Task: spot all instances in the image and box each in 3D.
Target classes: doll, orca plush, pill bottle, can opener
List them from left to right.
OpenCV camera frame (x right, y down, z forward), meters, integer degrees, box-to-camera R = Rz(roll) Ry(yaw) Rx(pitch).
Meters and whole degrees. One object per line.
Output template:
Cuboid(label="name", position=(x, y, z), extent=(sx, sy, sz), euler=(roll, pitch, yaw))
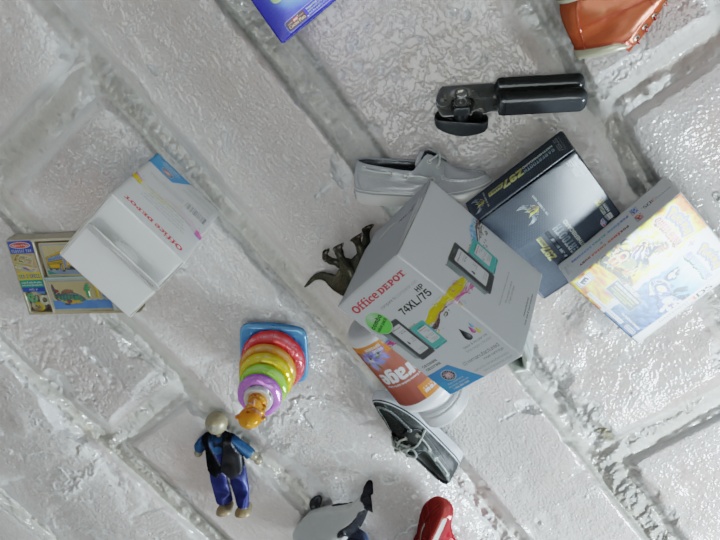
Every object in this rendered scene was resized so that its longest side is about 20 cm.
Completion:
Cuboid(label="doll", position=(-0.235, 0.339, 1.199), extent=(0.133, 0.049, 0.205), euler=(-3, 109, 18))
Cuboid(label="orca plush", position=(-0.036, 0.449, 1.237), extent=(0.201, 0.070, 0.106), euler=(-51, 57, 19))
Cuboid(label="pill bottle", position=(0.078, 0.141, 1.037), extent=(0.111, 0.113, 0.201), euler=(-33, 108, 19))
Cuboid(label="can opener", position=(0.196, -0.219, 0.899), extent=(0.195, 0.054, 0.067), euler=(-1, 148, 6))

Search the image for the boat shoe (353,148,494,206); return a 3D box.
Cuboid(label="boat shoe", position=(0.086, -0.133, 0.937), extent=(0.195, 0.072, 0.070), euler=(2, 116, 15))

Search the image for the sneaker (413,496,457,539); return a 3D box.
Cuboid(label="sneaker", position=(0.162, 0.485, 1.223), extent=(0.113, 0.079, 0.203), euler=(10, 128, -8))

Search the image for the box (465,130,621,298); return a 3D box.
Cuboid(label="box", position=(0.260, -0.067, 0.920), extent=(0.157, 0.052, 0.199), euler=(-35, 127, 20))

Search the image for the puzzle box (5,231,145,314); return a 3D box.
Cuboid(label="puzzle box", position=(-0.451, 0.004, 1.077), extent=(0.195, 0.026, 0.136), euler=(-2, 114, 7))

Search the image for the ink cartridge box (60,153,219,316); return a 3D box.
Cuboid(label="ink cartridge box", position=(-0.304, -0.049, 0.938), extent=(0.125, 0.201, 0.128), euler=(-40, 106, 21))

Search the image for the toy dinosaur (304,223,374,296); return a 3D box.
Cuboid(label="toy dinosaur", position=(0.000, 0.000, 1.000), extent=(0.197, 0.077, 0.104), euler=(-29, 99, 14))

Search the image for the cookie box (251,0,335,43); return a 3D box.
Cuboid(label="cookie box", position=(-0.085, -0.415, 0.812), extent=(0.169, 0.076, 0.201), euler=(-31, 109, 19))

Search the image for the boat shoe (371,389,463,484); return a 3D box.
Cuboid(label="boat shoe", position=(0.086, 0.278, 1.115), extent=(0.199, 0.069, 0.073), euler=(46, 148, -21))

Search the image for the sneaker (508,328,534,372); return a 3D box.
Cuboid(label="sneaker", position=(0.201, 0.066, 1.008), extent=(0.070, 0.081, 0.201), euler=(-34, 106, 22))

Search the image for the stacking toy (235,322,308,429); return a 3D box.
Cuboid(label="stacking toy", position=(-0.147, 0.175, 1.028), extent=(0.113, 0.201, 0.112), euler=(3, 116, 3))

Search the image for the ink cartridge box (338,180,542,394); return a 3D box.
Cuboid(label="ink cartridge box", position=(0.103, 0.024, 0.872), extent=(0.199, 0.147, 0.147), euler=(37, 138, -11))

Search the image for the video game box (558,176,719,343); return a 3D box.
Cuboid(label="video game box", position=(0.404, -0.006, 0.939), extent=(0.198, 0.047, 0.182), euler=(33, 113, -32))

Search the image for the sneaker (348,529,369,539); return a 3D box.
Cuboid(label="sneaker", position=(0.003, 0.578, 1.280), extent=(0.073, 0.082, 0.205), euler=(3, 100, 35))

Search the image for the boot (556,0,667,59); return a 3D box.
Cuboid(label="boot", position=(0.342, -0.328, 0.815), extent=(0.196, 0.075, 0.109), euler=(-13, 117, 21))
